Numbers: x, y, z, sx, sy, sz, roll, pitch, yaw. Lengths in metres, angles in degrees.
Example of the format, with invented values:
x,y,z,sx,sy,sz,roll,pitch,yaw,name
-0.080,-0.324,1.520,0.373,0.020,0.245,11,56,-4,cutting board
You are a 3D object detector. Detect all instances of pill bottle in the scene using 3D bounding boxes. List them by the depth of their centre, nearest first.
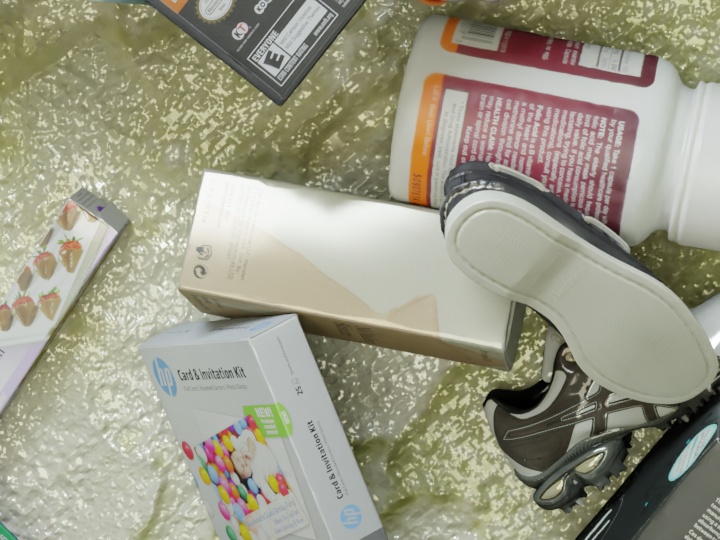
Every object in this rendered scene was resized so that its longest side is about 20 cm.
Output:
x,y,z,sx,sy,sz,roll,pitch,yaw,name
0.124,-0.077,1.608,0.199,0.114,0.114,12,104,6,pill bottle

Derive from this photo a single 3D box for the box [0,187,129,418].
x,y,z,sx,sy,sz,roll,pitch,yaw,name
-0.215,0.040,1.724,0.039,0.041,0.200,35,104,0,box

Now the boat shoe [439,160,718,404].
x,y,z,sx,sy,sz,roll,pitch,yaw,name
0.125,0.006,1.571,0.200,0.060,0.074,31,116,-23,boat shoe

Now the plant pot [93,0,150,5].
x,y,z,sx,sy,sz,roll,pitch,yaw,name
-0.169,-0.238,1.581,0.200,0.201,0.161,5,95,7,plant pot

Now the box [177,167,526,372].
x,y,z,sx,sy,sz,roll,pitch,yaw,name
0.000,0.000,1.643,0.199,0.095,0.078,11,81,9,box

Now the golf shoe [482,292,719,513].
x,y,z,sx,sy,sz,roll,pitch,yaw,name
0.161,0.056,1.652,0.200,0.078,0.095,-41,94,14,golf shoe

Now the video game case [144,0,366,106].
x,y,z,sx,sy,sz,roll,pitch,yaw,name
-0.053,-0.218,1.450,0.181,0.026,0.200,38,111,-5,video game case

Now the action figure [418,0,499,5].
x,y,z,sx,sy,sz,roll,pitch,yaw,name
0.038,-0.213,1.564,0.200,0.194,0.105,-10,129,-23,action figure

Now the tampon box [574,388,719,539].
x,y,z,sx,sy,sz,roll,pitch,yaw,name
0.200,0.187,1.637,0.126,0.150,0.200,38,105,-2,tampon box

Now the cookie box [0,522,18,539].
x,y,z,sx,sy,sz,roll,pitch,yaw,name
-0.333,0.176,1.736,0.200,0.075,0.171,43,120,-3,cookie box

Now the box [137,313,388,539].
x,y,z,sx,sy,sz,roll,pitch,yaw,name
-0.051,0.127,1.667,0.041,0.156,0.200,-26,100,-28,box
